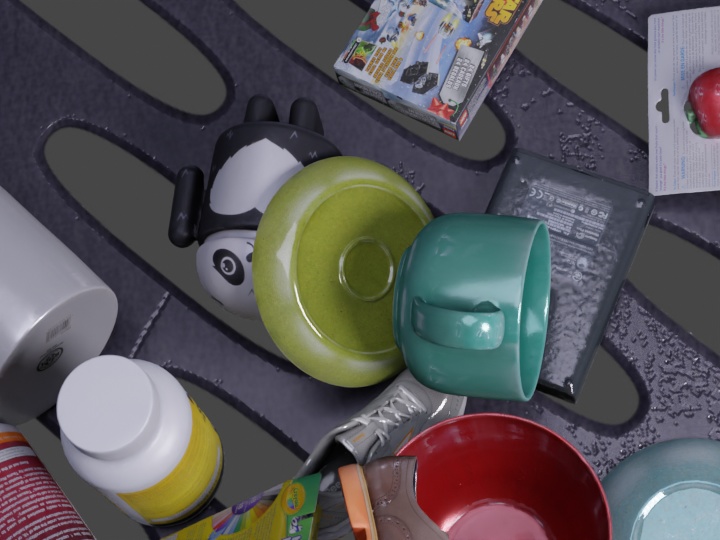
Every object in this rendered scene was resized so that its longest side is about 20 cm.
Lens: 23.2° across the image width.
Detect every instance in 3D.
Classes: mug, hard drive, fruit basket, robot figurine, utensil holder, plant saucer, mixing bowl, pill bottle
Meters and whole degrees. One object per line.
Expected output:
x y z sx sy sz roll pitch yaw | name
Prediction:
0.088 0.022 1.446 0.113 0.185 0.153 5 66 15 | mug
0.163 0.003 1.559 0.138 0.033 0.201 20 73 16 | hard drive
0.358 -0.156 1.574 0.198 0.094 0.187 -7 67 23 | fruit basket
-0.080 -0.056 1.571 0.149 0.124 0.202 -12 61 45 | robot figurine
-0.340 0.018 1.566 0.200 0.170 0.170 40 79 18 | utensil holder
0.277 0.231 1.448 0.199 0.039 0.203 -3 69 9 | plant saucer
0.107 0.229 1.439 0.198 0.109 0.202 -3 67 8 | mixing bowl
0.000 0.000 1.520 0.198 0.031 0.202 2 86 -31 | plant saucer
-0.187 0.140 1.472 0.111 0.200 0.113 -3 69 8 | pill bottle
-0.289 0.239 1.498 0.113 0.113 0.200 -38 67 -6 | pill bottle

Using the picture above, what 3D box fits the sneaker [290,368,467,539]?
0.017 0.144 1.496 0.076 0.092 0.200 38 78 21 | sneaker

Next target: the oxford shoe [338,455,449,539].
0.041 0.234 1.354 0.072 0.071 0.202 -16 67 -2 | oxford shoe

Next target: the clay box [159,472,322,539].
-0.107 0.248 1.432 0.199 0.048 0.115 -26 30 26 | clay box

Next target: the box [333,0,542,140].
0.082 -0.238 1.663 0.136 0.040 0.201 27 75 19 | box
